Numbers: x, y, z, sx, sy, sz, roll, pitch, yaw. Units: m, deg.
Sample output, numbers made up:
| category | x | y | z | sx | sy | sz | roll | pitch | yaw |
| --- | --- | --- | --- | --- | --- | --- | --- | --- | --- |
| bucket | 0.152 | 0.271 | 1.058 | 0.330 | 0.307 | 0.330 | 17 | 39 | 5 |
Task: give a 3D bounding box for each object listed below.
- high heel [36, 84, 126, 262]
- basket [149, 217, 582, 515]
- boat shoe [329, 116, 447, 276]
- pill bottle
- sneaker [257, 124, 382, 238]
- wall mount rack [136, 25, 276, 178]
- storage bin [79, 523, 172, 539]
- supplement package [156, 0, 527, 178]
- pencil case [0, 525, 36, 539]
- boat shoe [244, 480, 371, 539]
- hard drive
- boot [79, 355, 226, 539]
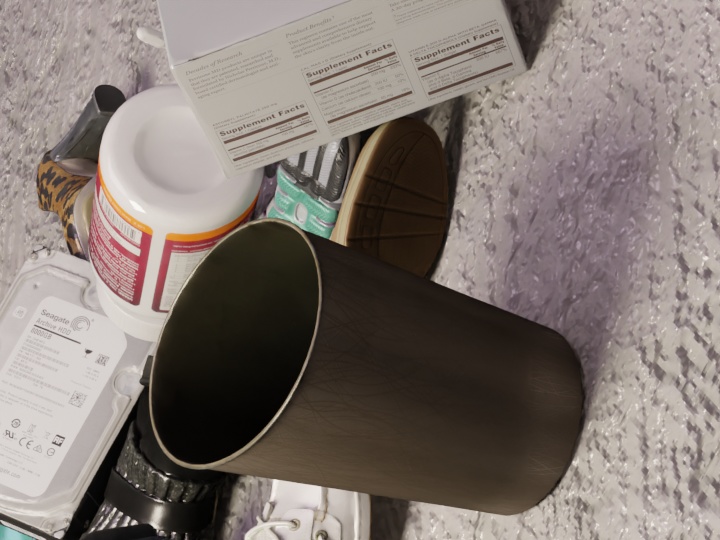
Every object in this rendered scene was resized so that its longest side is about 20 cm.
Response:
| category | x | y | z | sx | sy | sz | roll | pitch | yaw |
| --- | --- | --- | --- | --- | --- | --- | --- | --- | --- |
| high heel | -0.214 | -0.027 | 1.987 | 0.143 | 0.071 | 0.200 | 129 | 145 | -47 |
| basket | 0.011 | 0.063 | 1.427 | 0.180 | 0.200 | 0.136 | -25 | 55 | 52 |
| boat shoe | 0.000 | 0.000 | 1.604 | 0.065 | 0.071 | 0.200 | 13 | 89 | 59 |
| pill bottle | -0.129 | -0.034 | 1.741 | 0.200 | 0.109 | 0.110 | 110 | 161 | -62 |
| sneaker | -0.018 | -0.040 | 1.681 | 0.074 | 0.088 | 0.200 | 40 | 138 | 16 |
| wall mount rack | -0.103 | -0.164 | 1.775 | 0.174 | 0.074 | 0.200 | 76 | -172 | -56 |
| storage bin | -0.129 | 0.282 | 1.634 | 0.134 | 0.146 | 0.200 | 24 | 99 | 22 |
| supplement package | -0.020 | -0.177 | 1.579 | 0.200 | 0.111 | 0.156 | -19 | 49 | 5 |
| pencil case | -0.228 | 0.177 | 1.886 | 0.092 | 0.085 | 0.200 | 150 | 133 | -85 |
| boat shoe | -0.038 | 0.174 | 1.550 | 0.071 | 0.069 | 0.200 | -10 | 81 | 59 |
| hard drive | -0.220 | 0.089 | 1.833 | 0.140 | 0.038 | 0.200 | 20 | 68 | 22 |
| boot | -0.116 | 0.146 | 1.717 | 0.158 | 0.079 | 0.211 | -70 | 19 | -6 |
